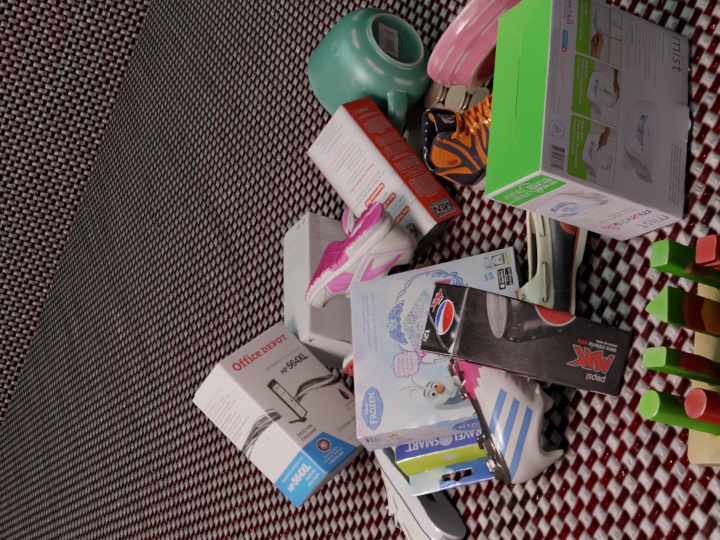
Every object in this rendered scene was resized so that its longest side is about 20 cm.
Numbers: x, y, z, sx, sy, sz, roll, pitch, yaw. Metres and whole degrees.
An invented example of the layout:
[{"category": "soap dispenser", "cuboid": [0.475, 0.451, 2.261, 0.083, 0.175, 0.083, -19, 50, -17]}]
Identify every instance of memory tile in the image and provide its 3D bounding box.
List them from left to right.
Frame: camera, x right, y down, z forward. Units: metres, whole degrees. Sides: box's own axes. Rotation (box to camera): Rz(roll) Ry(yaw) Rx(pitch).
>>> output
[{"category": "memory tile", "cuboid": [0.117, -0.211, 1.621, 0.200, 0.017, 0.154, -44, 39, 46]}]

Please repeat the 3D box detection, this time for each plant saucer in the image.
[{"category": "plant saucer", "cuboid": [0.165, -0.285, 1.422, 0.051, 0.200, 0.201, 46, 130, 9]}]

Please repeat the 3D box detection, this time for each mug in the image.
[{"category": "mug", "cuboid": [0.030, -0.268, 1.658, 0.185, 0.152, 0.114, 51, 135, 5]}]

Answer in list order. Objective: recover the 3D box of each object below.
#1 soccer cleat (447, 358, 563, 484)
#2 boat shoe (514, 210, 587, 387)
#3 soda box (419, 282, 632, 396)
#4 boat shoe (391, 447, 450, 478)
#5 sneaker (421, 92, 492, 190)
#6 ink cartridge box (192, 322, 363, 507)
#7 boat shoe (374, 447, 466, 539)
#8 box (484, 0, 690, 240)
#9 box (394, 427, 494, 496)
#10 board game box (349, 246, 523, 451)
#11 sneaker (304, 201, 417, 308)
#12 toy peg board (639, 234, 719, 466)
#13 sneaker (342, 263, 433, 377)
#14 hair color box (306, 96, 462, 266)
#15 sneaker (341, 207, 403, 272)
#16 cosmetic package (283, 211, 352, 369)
[{"category": "soccer cleat", "cuboid": [0.144, 0.118, 1.242, 0.070, 0.086, 0.200, -143, 31, -79]}, {"category": "boat shoe", "cuboid": [0.193, 0.021, 1.283, 0.071, 0.062, 0.200, 136, 146, -77]}, {"category": "soda box", "cuboid": [0.162, 0.067, 1.181, 0.063, 0.200, 0.071, 9, 85, 63]}, {"category": "boat shoe", "cuboid": [0.067, 0.169, 1.458, 0.200, 0.075, 0.060, -122, 46, -55]}, {"category": "sneaker", "cuboid": [0.143, -0.178, 1.443, 0.200, 0.112, 0.078, -56, 32, 34]}, {"category": "ink cartridge box", "cuboid": [-0.094, 0.183, 1.582, 0.200, 0.146, 0.084, 44, 127, 10]}, {"category": "boat shoe", "cuboid": [0.057, 0.270, 1.438, 0.070, 0.071, 0.200, -62, 36, 20]}, {"category": "box", "cuboid": [0.226, -0.153, 1.195, 0.097, 0.176, 0.200, -24, 56, 57]}, {"category": "box", "cuboid": [0.096, 0.144, 1.383, 0.122, 0.048, 0.200, -16, 54, 18]}, {"category": "board game box", "cuboid": [0.090, 0.086, 1.362, 0.199, 0.043, 0.200, -12, 56, 15]}, {"category": "sneaker", "cuboid": [0.000, 0.000, 1.546, 0.200, 0.088, 0.081, -41, 20, 48]}, {"category": "toy peg board", "cuboid": [0.319, 0.051, 0.995, 0.199, 0.098, 0.200, -18, 61, 60]}, {"category": "sneaker", "cuboid": [0.048, 0.072, 1.561, 0.200, 0.078, 0.082, -46, 34, 30]}, {"category": "hair color box", "cuboid": [0.029, -0.115, 1.580, 0.200, 0.061, 0.102, 53, 133, 13]}, {"category": "sneaker", "cuboid": [0.029, -0.036, 1.643, 0.086, 0.080, 0.200, -43, 45, 31]}, {"category": "cosmetic package", "cuboid": [-0.044, 0.030, 1.710, 0.081, 0.113, 0.200, -41, 40, 48]}]
